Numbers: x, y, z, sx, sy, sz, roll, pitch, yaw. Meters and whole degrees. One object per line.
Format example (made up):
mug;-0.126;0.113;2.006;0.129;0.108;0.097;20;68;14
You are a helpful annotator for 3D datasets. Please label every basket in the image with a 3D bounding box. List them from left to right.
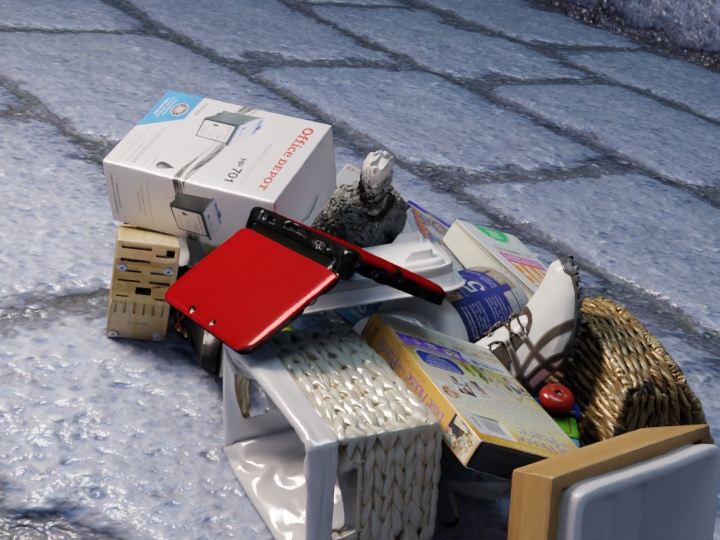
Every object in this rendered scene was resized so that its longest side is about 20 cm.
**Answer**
basket;-0.027;0.142;1.102;0.123;0.136;0.200;-9;28;-24
basket;0.273;0.109;1.333;0.149;0.143;0.200;1;24;-21

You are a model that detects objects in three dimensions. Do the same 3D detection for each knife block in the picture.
knife block;-0.230;-0.022;1.396;0.064;0.200;0.176;6;52;-11

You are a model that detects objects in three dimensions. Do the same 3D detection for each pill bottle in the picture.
pill bottle;0.082;0.069;1.375;0.120;0.120;0.200;25;26;32

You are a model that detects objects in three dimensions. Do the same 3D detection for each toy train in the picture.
toy train;0.110;0.162;1.226;0.200;0.085;0.116;8;35;-6

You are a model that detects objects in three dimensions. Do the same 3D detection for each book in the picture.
book;0.203;0.020;1.578;0.134;0.048;0.200;11;29;-47

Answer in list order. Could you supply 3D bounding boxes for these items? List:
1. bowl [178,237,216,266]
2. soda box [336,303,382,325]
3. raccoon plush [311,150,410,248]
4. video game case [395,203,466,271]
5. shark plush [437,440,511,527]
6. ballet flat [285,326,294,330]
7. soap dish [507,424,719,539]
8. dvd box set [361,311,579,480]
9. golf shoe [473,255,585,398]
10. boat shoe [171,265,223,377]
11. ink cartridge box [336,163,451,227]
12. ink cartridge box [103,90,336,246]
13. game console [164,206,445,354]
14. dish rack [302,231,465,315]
bowl;-0.183;-0.064;1.532;0.200;0.200;0.108;28;51;37
soda box;-0.020;0.003;1.562;0.064;0.068;0.200;-7;28;-39
raccoon plush;-0.019;-0.093;1.474;0.134;0.200;0.097;31;48;20
video game case;0.110;-0.009;1.585;0.182;0.024;0.200;29;20;-26
shark plush;0.068;0.128;1.162;0.091;0.083;0.200;-29;59;-10
ballet flat;-0.091;0.080;1.356;0.067;0.067;0.200;-37;46;-24
soap dish;0.197;0.211;1.038;0.200;0.157;0.081;-9;17;-41
dvd box set;0.101;0.114;1.127;0.146;0.029;0.200;19;19;-36
golf shoe;0.156;0.074;1.281;0.094;0.200;0.078;13;21;-9
boat shoe;-0.166;0.053;1.359;0.063;0.074;0.201;8;20;-15
ink cartridge box;0.037;-0.051;1.684;0.198;0.047;0.200;32;24;0
ink cartridge box;-0.144;-0.102;1.377;0.200;0.086;0.146;13;43;19
game console;-0.053;0.022;1.189;0.172;0.119;0.200;22;3;-32
dish rack;0.000;0.000;1.362;0.200;0.044;0.172;-10;12;-3
